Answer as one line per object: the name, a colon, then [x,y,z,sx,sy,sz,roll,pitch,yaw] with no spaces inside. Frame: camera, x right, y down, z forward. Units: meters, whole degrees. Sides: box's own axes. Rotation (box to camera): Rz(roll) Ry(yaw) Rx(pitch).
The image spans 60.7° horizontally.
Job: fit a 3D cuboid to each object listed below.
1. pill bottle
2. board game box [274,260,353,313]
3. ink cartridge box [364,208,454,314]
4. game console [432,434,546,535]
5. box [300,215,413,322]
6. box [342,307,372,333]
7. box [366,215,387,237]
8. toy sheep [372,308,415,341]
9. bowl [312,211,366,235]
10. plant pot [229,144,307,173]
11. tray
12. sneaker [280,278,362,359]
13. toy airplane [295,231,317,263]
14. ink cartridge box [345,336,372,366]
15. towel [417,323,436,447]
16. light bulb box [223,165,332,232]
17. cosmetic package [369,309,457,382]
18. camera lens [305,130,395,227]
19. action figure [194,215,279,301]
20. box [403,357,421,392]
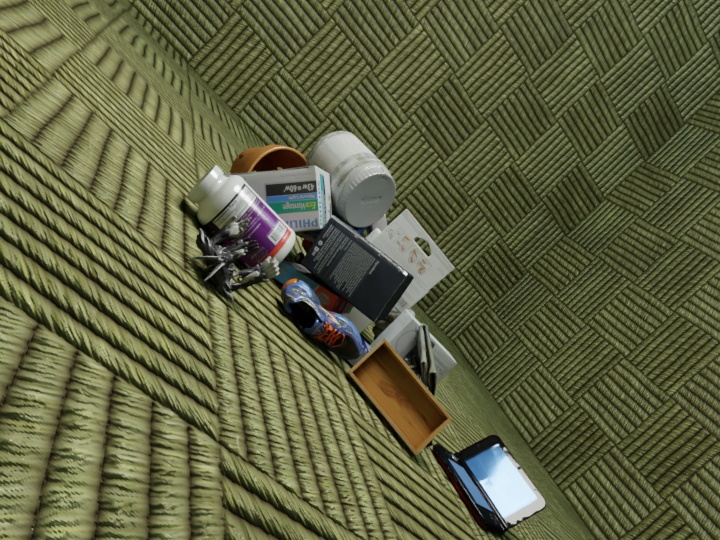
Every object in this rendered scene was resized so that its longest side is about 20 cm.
pill bottle: [-0.220,-0.093,1.129,0.200,0.112,0.113,46,6,-19]
board game box: [-0.096,0.038,1.339,0.151,0.041,0.200,32,3,12]
ink cartridge box: [0.099,-0.023,1.463,0.200,0.173,0.044,47,6,-20]
game console: [0.273,0.437,1.311,0.172,0.118,0.201,42,8,-46]
box: [0.000,0.000,1.304,0.195,0.125,0.200,36,3,9]
box: [-0.004,0.073,1.557,0.109,0.128,0.200,48,7,-3]
box: [0.046,-0.079,1.583,0.122,0.046,0.205,-115,-166,-71]
toy sheep: [0.092,0.153,1.585,0.134,0.205,0.138,8,7,-1]
bowl: [-0.078,-0.138,1.491,0.197,0.040,0.202,21,29,-12]
plant pot: [-0.238,-0.222,1.538,0.139,0.202,0.200,29,-9,44]
tray: [0.074,0.242,1.185,0.201,0.098,0.037,49,-12,8]
sneaker: [-0.078,0.106,1.166,0.199,0.076,0.079,39,16,-10]
toy airplane: [-0.075,-0.070,1.538,0.195,0.144,0.200,16,-6,12]
ink cartridge box: [0.006,0.186,1.317,0.200,0.044,0.094,47,5,-17]
towel: [0.139,0.249,1.353,0.201,0.034,0.197,-90,-179,-67]
light bulb box: [-0.166,-0.142,1.294,0.200,0.193,0.128,-48,134,-84]
cosmetic package: [0.119,0.211,1.470,0.200,0.151,0.052,43,6,-32]
camera lens: [-0.027,-0.219,1.454,0.201,0.160,0.160,50,7,37]
action figure: [-0.191,-0.023,0.966,0.120,0.101,0.200,59,5,0]
box: [0.109,0.265,1.315,0.200,0.034,0.113,-68,157,-83]
